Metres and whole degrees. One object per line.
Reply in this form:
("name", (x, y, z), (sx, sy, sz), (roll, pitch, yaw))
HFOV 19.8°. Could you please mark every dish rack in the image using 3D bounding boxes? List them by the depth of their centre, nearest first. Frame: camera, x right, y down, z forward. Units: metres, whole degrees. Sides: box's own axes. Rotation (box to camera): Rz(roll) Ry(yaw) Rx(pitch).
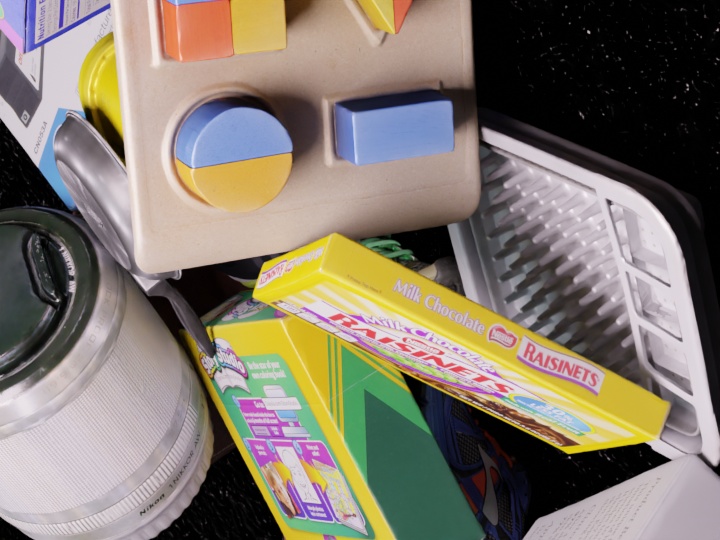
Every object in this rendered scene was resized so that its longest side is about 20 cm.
("dish rack", (0.120, 0.000, 1.075), (0.200, 0.043, 0.172), (28, 143, 48))

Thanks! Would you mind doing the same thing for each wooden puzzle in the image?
("wooden puzzle", (-0.025, -0.100, 1.000), (0.046, 0.184, 0.201), (-138, 42, -61))

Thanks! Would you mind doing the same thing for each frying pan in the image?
("frying pan", (-0.139, -0.022, 1.215), (0.115, 0.031, 0.190), (49, 164, 24))

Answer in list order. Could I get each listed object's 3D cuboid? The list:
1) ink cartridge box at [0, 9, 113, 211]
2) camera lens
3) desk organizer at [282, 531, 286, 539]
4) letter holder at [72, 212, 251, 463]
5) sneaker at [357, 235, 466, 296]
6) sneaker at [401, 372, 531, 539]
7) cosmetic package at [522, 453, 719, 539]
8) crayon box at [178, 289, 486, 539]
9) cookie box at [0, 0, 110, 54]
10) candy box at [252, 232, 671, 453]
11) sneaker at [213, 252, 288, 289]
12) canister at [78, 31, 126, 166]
("ink cartridge box", (-0.177, -0.155, 1.316), (0.200, 0.083, 0.146), (49, 128, 34))
("camera lens", (-0.194, 0.070, 1.293), (0.160, 0.160, 0.200), (38, 165, 38))
("desk organizer", (-0.034, 0.131, 1.433), (0.077, 0.071, 0.201), (9, 110, 63))
("letter holder", (-0.136, 0.028, 1.478), (0.100, 0.142, 0.201), (0, 120, 62))
("sneaker", (0.000, 0.000, 1.285), (0.200, 0.077, 0.089), (-17, 88, 61))
("sneaker", (0.064, 0.125, 1.295), (0.075, 0.078, 0.201), (25, 135, 57))
("cosmetic package", (0.151, 0.226, 1.091), (0.166, 0.168, 0.200), (40, 156, -4))
("crayon box", (-0.023, 0.095, 1.263), (0.173, 0.058, 0.200), (64, 159, -7))
("cookie box", (-0.147, -0.235, 1.107), (0.171, 0.199, 0.075), (49, 155, 19))
("candy box", (0.050, 0.040, 1.049), (0.199, 0.027, 0.102), (27, 161, -16))
("sneaker", (-0.056, -0.039, 1.271), (0.082, 0.072, 0.200), (20, 150, -17))
("canister", (-0.057, -0.089, 1.135), (0.200, 0.148, 0.087), (35, 143, 61))
